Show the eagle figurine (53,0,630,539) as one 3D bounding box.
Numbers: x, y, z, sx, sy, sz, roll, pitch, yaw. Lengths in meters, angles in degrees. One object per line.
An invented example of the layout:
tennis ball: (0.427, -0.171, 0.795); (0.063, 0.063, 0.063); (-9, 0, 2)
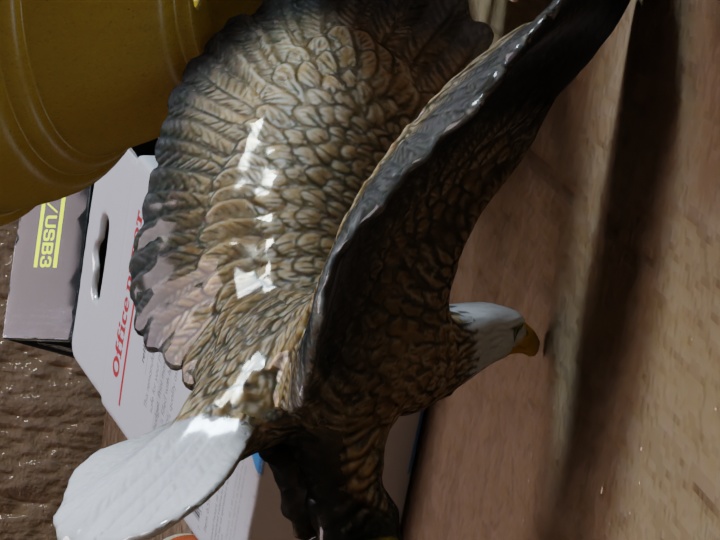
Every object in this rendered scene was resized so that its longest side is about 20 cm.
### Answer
eagle figurine: (0.003, 0.000, 0.732); (0.151, 0.152, 0.200); (-7, -80, -77)

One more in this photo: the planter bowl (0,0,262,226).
planter bowl: (-0.075, -0.107, 0.831); (0.200, 0.083, 0.201); (9, -90, -73)

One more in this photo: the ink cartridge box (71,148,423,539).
ink cartridge box: (-0.048, 0.028, 1.032); (0.200, 0.067, 0.116); (47, 132, 54)

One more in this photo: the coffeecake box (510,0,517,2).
coffeecake box: (0.018, -0.175, 0.568); (0.200, 0.073, 0.154); (53, 168, 1)

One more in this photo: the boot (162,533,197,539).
boot: (-0.066, 0.195, 1.223); (0.107, 0.075, 0.200); (111, 155, -48)

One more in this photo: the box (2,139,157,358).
box: (-0.082, -0.044, 1.225); (0.200, 0.047, 0.193); (22, -111, -58)
